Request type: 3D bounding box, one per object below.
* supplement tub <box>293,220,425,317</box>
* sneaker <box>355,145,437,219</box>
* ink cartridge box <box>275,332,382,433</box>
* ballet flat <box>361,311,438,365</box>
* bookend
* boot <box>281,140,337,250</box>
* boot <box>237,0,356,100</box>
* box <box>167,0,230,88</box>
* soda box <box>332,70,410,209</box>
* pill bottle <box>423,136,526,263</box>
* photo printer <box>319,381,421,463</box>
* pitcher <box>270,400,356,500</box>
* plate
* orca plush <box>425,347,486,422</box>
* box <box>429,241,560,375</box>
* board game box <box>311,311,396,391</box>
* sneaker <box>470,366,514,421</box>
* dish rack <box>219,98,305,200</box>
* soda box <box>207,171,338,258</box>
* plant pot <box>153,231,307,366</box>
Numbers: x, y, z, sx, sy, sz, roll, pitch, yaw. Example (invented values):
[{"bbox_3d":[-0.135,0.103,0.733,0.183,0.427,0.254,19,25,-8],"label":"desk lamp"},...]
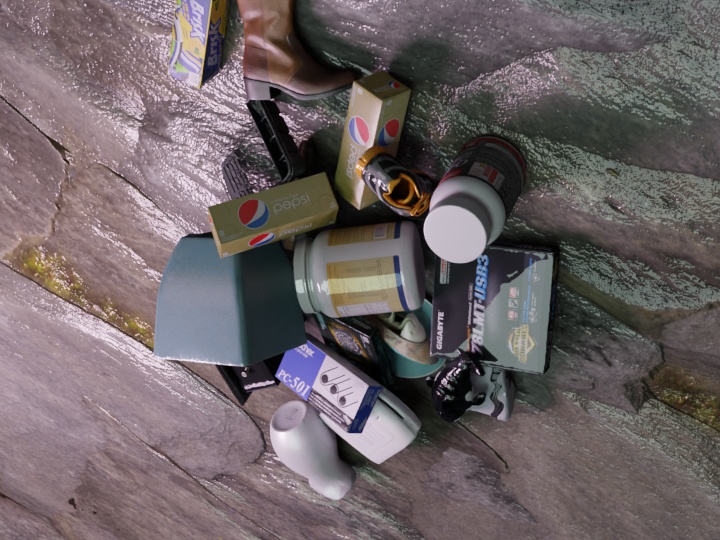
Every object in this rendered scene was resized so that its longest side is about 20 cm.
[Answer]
[{"bbox_3d":[0.000,0.000,1.683,0.197,0.145,0.146,-6,121,11],"label":"supplement tub"},{"bbox_3d":[0.070,-0.118,1.581,0.079,0.199,0.077,-52,51,12],"label":"sneaker"},{"bbox_3d":[-0.058,0.196,1.814,0.199,0.044,0.095,33,103,37],"label":"ink cartridge box"},{"bbox_3d":[0.056,0.091,1.764,0.198,0.068,0.068,30,124,2],"label":"ballet flat"},{"bbox_3d":[-0.181,0.134,1.924,0.197,0.092,0.202,-14,116,32],"label":"bookend"},{"bbox_3d":[-0.075,-0.121,1.727,0.095,0.075,0.202,8,122,-7],"label":"boot"},{"bbox_3d":[-0.099,-0.367,1.572,0.185,0.068,0.203,4,111,20],"label":"boot"},{"bbox_3d":[-0.249,-0.393,1.606,0.064,0.070,0.202,25,130,9],"label":"box"},{"bbox_3d":[0.015,-0.199,1.593,0.064,0.067,0.202,37,134,28],"label":"soda box"},{"bbox_3d":[0.168,-0.105,1.516,0.114,0.201,0.117,12,127,17],"label":"pill bottle"},{"bbox_3d":[0.019,0.270,1.894,0.166,0.070,0.200,38,153,0],"label":"photo printer"},{"bbox_3d":[-0.115,0.349,2.037,0.170,0.122,0.201,6,138,41],"label":"pitcher"},{"bbox_3d":[0.068,0.104,1.825,0.197,0.026,0.202,13,128,18],"label":"plate"},{"bbox_3d":[0.159,0.212,1.705,0.104,0.072,0.200,27,147,-6],"label":"orca plush"},{"bbox_3d":[0.214,0.054,1.660,0.196,0.050,0.203,8,103,21],"label":"box"},{"bbox_3d":[-0.012,0.130,1.810,0.134,0.028,0.201,26,156,26],"label":"board game box"},{"bbox_3d":[0.201,0.173,1.774,0.113,0.075,0.202,4,127,21],"label":"sneaker"},{"bbox_3d":[-0.175,-0.171,1.695,0.200,0.054,0.155,-42,66,41],"label":"dish rack"},{"bbox_3d":[-0.137,-0.087,1.622,0.064,0.197,0.069,108,142,-69],"label":"soda box"},{"bbox_3d":[-0.221,0.036,1.722,0.194,0.195,0.203,2,99,29],"label":"plant pot"}]
